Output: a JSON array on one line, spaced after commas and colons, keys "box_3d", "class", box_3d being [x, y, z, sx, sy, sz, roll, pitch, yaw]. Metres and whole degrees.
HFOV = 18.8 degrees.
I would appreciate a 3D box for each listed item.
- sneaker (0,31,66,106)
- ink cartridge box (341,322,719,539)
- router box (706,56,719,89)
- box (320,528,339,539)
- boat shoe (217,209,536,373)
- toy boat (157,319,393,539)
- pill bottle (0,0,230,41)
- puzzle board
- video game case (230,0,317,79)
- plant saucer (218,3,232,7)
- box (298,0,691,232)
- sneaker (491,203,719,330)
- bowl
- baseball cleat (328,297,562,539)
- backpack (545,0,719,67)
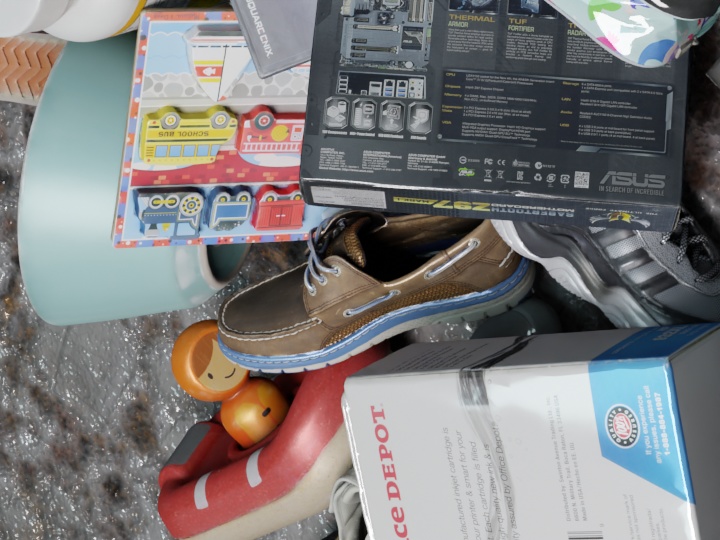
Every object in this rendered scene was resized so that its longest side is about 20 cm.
[{"box_3d": [-0.252, -0.153, 1.405, 0.080, 0.199, 0.072, 38, 107, 45], "class": "sneaker"}, {"box_3d": [0.104, 0.112, 1.182, 0.199, 0.084, 0.146, -5, 101, 33], "class": "ink cartridge box"}, {"box_3d": [0.290, -0.112, 1.073, 0.157, 0.052, 0.200, 49, 131, 11], "class": "router box"}, {"box_3d": [0.044, 0.297, 1.451, 0.198, 0.050, 0.201, 24, 121, 28], "class": "box"}, {"box_3d": [0.000, 0.000, 1.297, 0.199, 0.072, 0.073, -17, 133, 11], "class": "boat shoe"}, {"box_3d": [-0.067, 0.085, 1.382, 0.200, 0.131, 0.131, -28, 110, 41], "class": "toy boat"}, {"box_3d": [-0.137, -0.193, 1.238, 0.112, 0.200, 0.113, 17, 117, 35], "class": "pill bottle"}, {"box_3d": [-0.041, -0.082, 1.269, 0.017, 0.199, 0.151, -125, 39, -50], "class": "puzzle board"}, {"box_3d": [0.013, -0.207, 1.198, 0.199, 0.019, 0.144, -20, 96, 3], "class": "video game case"}, {"box_3d": [-0.042, -0.205, 1.316, 0.199, 0.034, 0.201, 17, 119, 33], "class": "plant saucer"}, {"box_3d": [0.073, -0.107, 1.143, 0.199, 0.051, 0.159, 4, 75, 4], "class": "box"}, {"box_3d": [0.164, -0.030, 1.195, 0.200, 0.075, 0.114, 35, 126, 22], "class": "sneaker"}, {"box_3d": [-0.125, -0.055, 1.360, 0.104, 0.201, 0.202, 10, 116, 14], "class": "bowl"}, {"box_3d": [0.049, 0.105, 1.298, 0.070, 0.106, 0.201, 39, 114, 30], "class": "baseball cleat"}, {"box_3d": [0.146, -0.203, 1.055, 0.177, 0.200, 0.151, 39, 132, 13], "class": "backpack"}]
